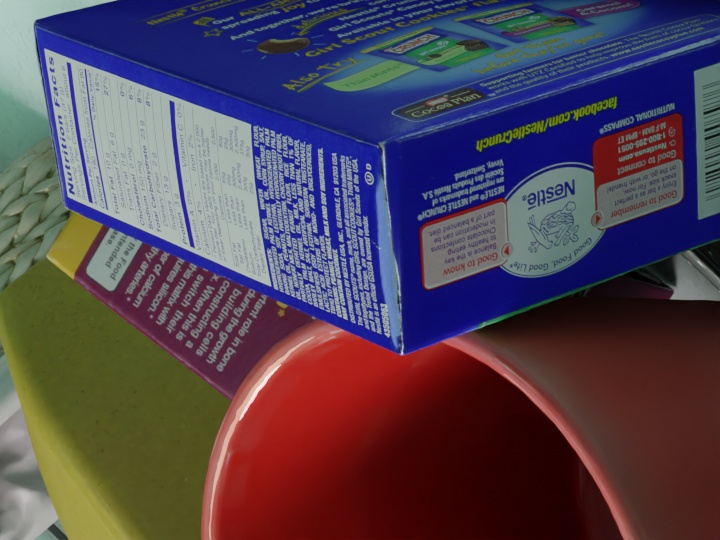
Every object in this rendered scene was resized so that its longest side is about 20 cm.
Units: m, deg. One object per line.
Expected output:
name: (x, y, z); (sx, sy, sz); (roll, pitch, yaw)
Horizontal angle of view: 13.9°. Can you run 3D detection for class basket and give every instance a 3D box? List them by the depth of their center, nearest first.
basket: (-0.184, 0.044, 1.580); (0.123, 0.200, 0.136); (40, 162, 25)

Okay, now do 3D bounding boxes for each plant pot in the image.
plant pot: (0.076, 0.095, 1.003); (0.200, 0.177, 0.201); (11, 106, 41)
plant pot: (-0.065, 0.066, 1.410); (0.200, 0.195, 0.194); (47, 164, 19)

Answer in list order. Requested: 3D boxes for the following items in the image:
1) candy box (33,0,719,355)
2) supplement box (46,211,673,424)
candy box: (0.015, -0.051, 0.987); (0.200, 0.169, 0.077); (23, 124, 49)
supplement box: (0.000, 0.000, 1.162); (0.200, 0.131, 0.103); (37, -172, 22)
